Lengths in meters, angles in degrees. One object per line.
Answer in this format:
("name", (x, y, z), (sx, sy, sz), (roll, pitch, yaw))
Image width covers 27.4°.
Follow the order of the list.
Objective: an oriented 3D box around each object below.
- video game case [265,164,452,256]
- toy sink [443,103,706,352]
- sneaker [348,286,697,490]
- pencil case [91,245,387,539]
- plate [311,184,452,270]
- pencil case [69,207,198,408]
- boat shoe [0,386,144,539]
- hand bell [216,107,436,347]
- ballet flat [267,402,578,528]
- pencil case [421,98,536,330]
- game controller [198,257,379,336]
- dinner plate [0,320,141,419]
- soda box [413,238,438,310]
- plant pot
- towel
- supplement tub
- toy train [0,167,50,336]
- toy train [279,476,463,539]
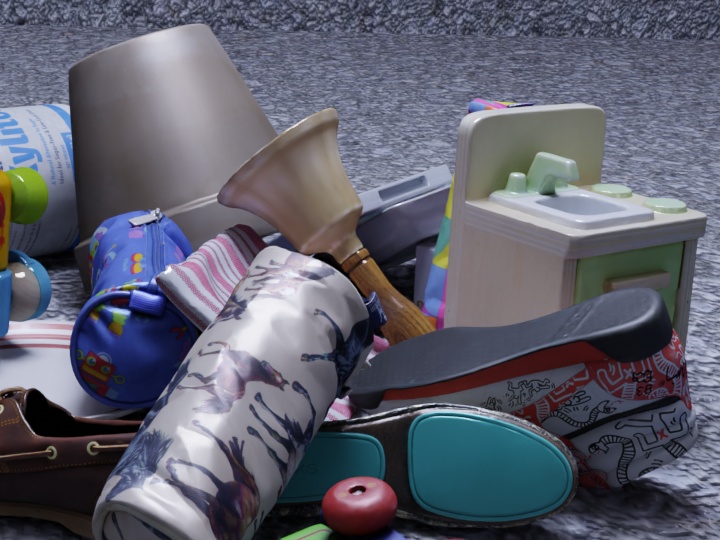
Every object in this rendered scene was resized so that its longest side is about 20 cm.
("video game case", (-0.021, -0.034, 1.179), (0.143, 0.018, 0.200), (-27, -1, 27))
("toy sink", (0.140, 0.001, 0.963), (0.130, 0.201, 0.112), (-8, 19, -38))
("sneaker", (0.097, 0.085, 0.872), (0.200, 0.108, 0.067), (-15, 23, 21))
("pencil case", (-0.058, 0.080, 0.738), (0.078, 0.089, 0.200), (-32, 20, 45))
("plate", (0.065, -0.040, 1.226), (0.199, 0.033, 0.200), (-20, -6, -29))
("pencil case", (-0.145, 0.019, 0.972), (0.077, 0.087, 0.200), (12, 16, -10))
("boat shoe", (-0.176, 0.097, 0.805), (0.199, 0.071, 0.070), (6, 17, 14))
("hand bell", (0.000, 0.000, 1.016), (0.104, 0.200, 0.104), (-36, -5, -4))
("ballet flat", (0.018, 0.109, 0.829), (0.198, 0.068, 0.075), (1, -6, -3))
("pencil case", (0.097, -0.025, 1.046), (0.088, 0.201, 0.088), (13, 9, -2))
("game controller", (-0.047, 0.032, 1.106), (0.104, 0.042, 0.200), (11, 18, 27))
("dinner plate", (-0.214, 0.071, 0.969), (0.199, 0.024, 0.200), (3, 17, -1))
("soda box", (0.136, 0.026, 1.114), (0.199, 0.069, 0.063), (15, 21, 36))
("plant pot", (-0.150, -0.093, 1.168), (0.199, 0.175, 0.200), (-19, 3, 1))
("towel", (-0.050, 0.032, 0.951), (0.146, 0.030, 0.200), (42, 12, -1))
("supplement tub", (-0.324, -0.069, 1.244), (0.199, 0.133, 0.131), (-12, 22, -43))
("toy train", (-0.248, -0.051, 0.967), (0.084, 0.202, 0.116), (10, 12, 23))
("toy train", (0.008, 0.166, 0.591), (0.115, 0.085, 0.200), (-18, 24, -28))
